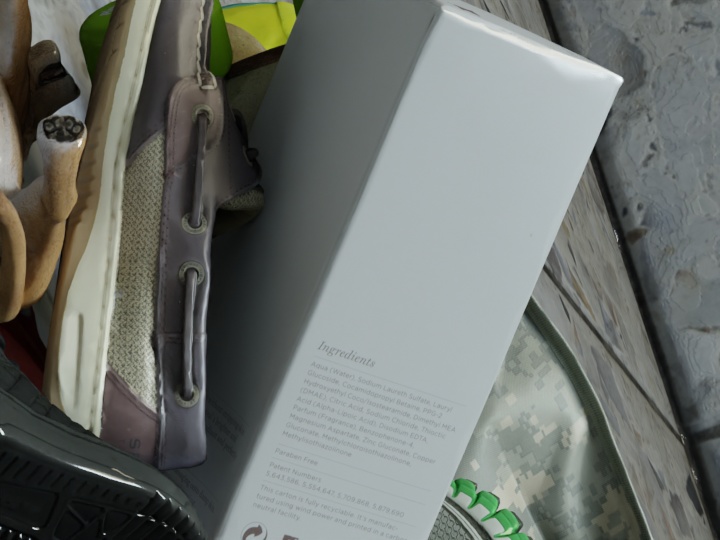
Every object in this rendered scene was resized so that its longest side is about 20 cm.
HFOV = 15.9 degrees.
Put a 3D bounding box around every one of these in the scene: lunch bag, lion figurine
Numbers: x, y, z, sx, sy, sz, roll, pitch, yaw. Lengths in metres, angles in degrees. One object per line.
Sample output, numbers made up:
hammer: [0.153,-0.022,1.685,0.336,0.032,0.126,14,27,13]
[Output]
lunch bag: [0.053,0.105,1.144,0.201,0.117,0.164,56,-14,0]
lion figurine: [-0.129,-0.039,0.862,0.201,0.072,0.123,-97,-167,-52]

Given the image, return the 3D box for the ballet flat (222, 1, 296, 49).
ballet flat: [-0.065,-0.026,1.182,0.067,0.067,0.201,-144,-115,-76]

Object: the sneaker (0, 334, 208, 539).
sneaker: [-0.124,0.038,0.784,0.200,0.060,0.104,38,14,-47]

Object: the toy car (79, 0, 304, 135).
toy car: [-0.041,-0.057,1.042,0.200,0.157,0.165,-126,-158,-66]

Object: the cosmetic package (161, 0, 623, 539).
cosmetic package: [0.000,0.000,0.892,0.081,0.201,0.113,21,10,-26]

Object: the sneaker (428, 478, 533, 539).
sneaker: [0.026,0.135,0.898,0.085,0.078,0.200,8,27,-31]

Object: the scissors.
scissors: [-0.104,0.051,0.885,0.200,0.014,0.073,55,7,27]

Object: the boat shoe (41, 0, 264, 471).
boat shoe: [-0.065,-0.028,0.872,0.072,0.064,0.201,126,-26,-69]
